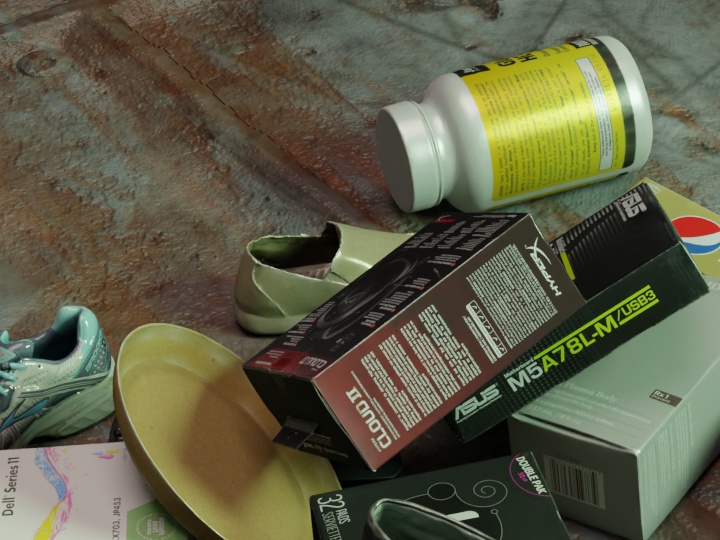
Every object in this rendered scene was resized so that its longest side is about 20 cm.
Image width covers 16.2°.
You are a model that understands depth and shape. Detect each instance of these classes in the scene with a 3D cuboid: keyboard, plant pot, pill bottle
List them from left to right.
[{"bbox_3d":[-0.088,0.121,1.628,0.027,0.200,0.200,-43,27,22],"label":"plant pot"},{"bbox_3d":[-0.074,0.105,1.730,0.199,0.040,0.104,0,31,-13],"label":"keyboard"},{"bbox_3d":[0.119,-0.110,1.980,0.199,0.113,0.113,-15,36,-15],"label":"pill bottle"}]

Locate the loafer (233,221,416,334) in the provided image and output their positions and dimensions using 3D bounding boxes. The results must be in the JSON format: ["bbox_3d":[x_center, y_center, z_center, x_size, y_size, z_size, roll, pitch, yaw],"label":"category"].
[{"bbox_3d":[0.000,0.000,1.865,0.199,0.069,0.076,-10,38,2],"label":"loafer"}]

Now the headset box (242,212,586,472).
[{"bbox_3d":[0.024,0.048,1.624,0.200,0.077,0.149,-38,13,-16],"label":"headset box"}]

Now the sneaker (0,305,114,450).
[{"bbox_3d":[-0.258,0.088,1.762,0.077,0.087,0.200,24,44,36],"label":"sneaker"}]

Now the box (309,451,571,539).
[{"bbox_3d":[0.062,0.226,1.497,0.148,0.125,0.200,-11,34,-8],"label":"box"}]

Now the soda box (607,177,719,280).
[{"bbox_3d":[0.262,0.012,1.813,0.200,0.068,0.064,31,49,32],"label":"soda box"}]

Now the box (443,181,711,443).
[{"bbox_3d":[0.134,0.025,1.710,0.193,0.048,0.200,-35,11,8],"label":"box"}]

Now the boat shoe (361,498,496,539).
[{"bbox_3d":[0.075,0.187,1.380,0.199,0.071,0.072,20,43,29],"label":"boat shoe"}]

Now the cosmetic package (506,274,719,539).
[{"bbox_3d":[0.195,0.086,1.717,0.106,0.091,0.200,15,42,30],"label":"cosmetic package"}]

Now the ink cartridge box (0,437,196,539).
[{"bbox_3d":[-0.206,0.172,1.611,0.199,0.068,0.117,-4,35,-1],"label":"ink cartridge box"}]
